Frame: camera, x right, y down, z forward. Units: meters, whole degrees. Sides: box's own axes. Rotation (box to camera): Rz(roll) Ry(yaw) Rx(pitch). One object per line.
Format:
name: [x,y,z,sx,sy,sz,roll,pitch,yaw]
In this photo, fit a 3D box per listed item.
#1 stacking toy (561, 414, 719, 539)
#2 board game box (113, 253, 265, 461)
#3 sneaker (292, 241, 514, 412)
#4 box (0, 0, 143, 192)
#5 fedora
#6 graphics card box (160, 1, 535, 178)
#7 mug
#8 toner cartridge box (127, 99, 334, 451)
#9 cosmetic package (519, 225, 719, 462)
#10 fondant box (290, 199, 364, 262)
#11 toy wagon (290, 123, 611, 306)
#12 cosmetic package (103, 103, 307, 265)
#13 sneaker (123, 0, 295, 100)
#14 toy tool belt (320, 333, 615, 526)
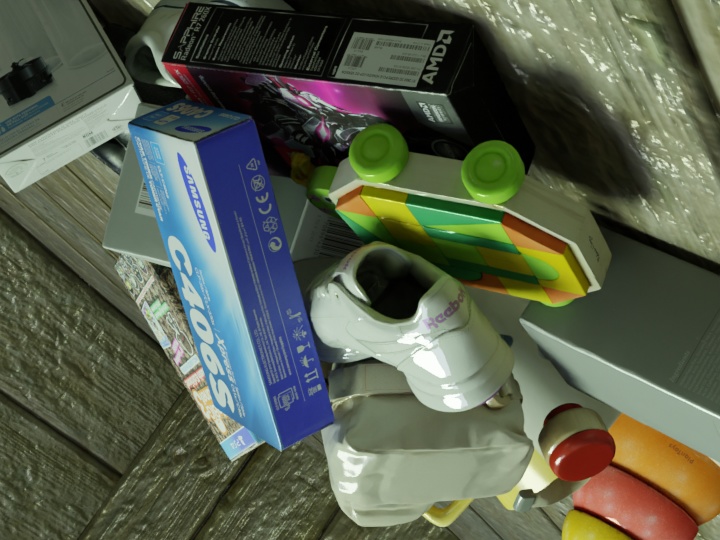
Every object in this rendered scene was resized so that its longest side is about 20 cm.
stacking toy: [0.211,0.212,1.125,0.146,0.201,0.146,34,168,8]
board game box: [-0.087,0.030,1.157,0.201,0.159,0.097,58,157,3]
sneaker: [0.007,0.012,0.811,0.199,0.075,0.100,17,146,48]
box: [-0.250,-0.173,0.976,0.201,0.116,0.060,59,174,15]
fedora: [-0.193,-0.142,1.157,0.200,0.092,0.201,34,168,8]
graphics card box: [-0.007,-0.097,0.809,0.198,0.051,0.126,10,156,29]
mug: [0.101,0.090,1.049,0.153,0.187,0.149,44,152,0]
toner cartridge box: [-0.078,0.002,0.830,0.095,0.043,0.202,20,129,54]
cosmetic package: [0.207,0.056,0.826,0.199,0.091,0.107,30,170,35]
fondant box: [0.000,0.000,1.022,0.058,0.146,0.200,14,163,13]
toy wagon: [0.043,-0.030,0.790,0.198,0.040,0.155,12,161,27]
cosmetic package: [-0.092,-0.044,0.998,0.089,0.108,0.200,12,179,27]
sneaker: [-0.096,-0.145,0.924,0.073,0.071,0.199,42,165,-30]
toy tool belt: [0.061,0.086,0.909,0.126,0.198,0.124,105,155,-42]
